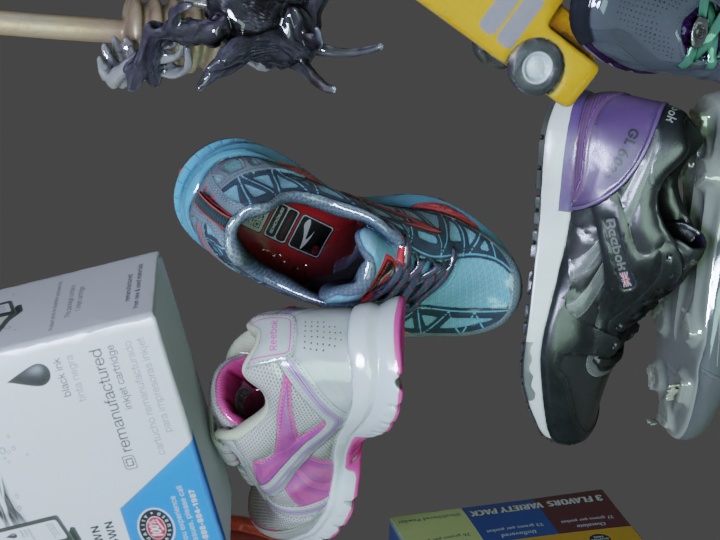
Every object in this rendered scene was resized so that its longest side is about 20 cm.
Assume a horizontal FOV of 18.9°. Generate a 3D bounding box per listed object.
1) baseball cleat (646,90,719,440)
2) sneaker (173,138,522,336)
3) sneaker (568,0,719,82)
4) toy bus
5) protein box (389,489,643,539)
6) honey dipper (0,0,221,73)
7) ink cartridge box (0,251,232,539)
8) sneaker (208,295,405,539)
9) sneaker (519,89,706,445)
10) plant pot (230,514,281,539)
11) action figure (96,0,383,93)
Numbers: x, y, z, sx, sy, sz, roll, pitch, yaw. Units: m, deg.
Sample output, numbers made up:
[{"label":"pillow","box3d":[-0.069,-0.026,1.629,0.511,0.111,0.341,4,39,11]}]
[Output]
[{"label":"baseball cleat","box3d":[0.218,0.000,1.202,0.106,0.070,0.202,-1,112,-16]},{"label":"sneaker","box3d":[0.000,0.000,1.122,0.199,0.096,0.080,16,105,-21]},{"label":"sneaker","box3d":[0.197,-0.125,1.103,0.199,0.087,0.075,2,109,-42]},{"label":"toy bus","box3d":[0.043,-0.166,1.089,0.199,0.065,0.079,33,97,-24]},{"label":"protein box","box3d":[0.104,0.261,1.198,0.134,0.199,0.202,-6,112,-14]},{"label":"honey dipper","box3d":[-0.168,-0.119,1.062,0.198,0.038,0.038,1,110,-14]},{"label":"ink cartridge box","box3d":[-0.177,0.092,1.090,0.198,0.084,0.147,-14,114,3]},{"label":"sneaker","box3d":[-0.038,0.073,1.121,0.087,0.082,0.201,9,142,-9]},{"label":"sneaker","box3d":[0.138,0.006,1.158,0.087,0.076,0.202,9,113,19]},{"label":"plant pot","box3d":[-0.073,0.263,1.149,0.199,0.195,0.202,-6,113,-15]},{"label":"action figure","box3d":[-0.080,-0.147,1.019,0.200,0.102,0.119,44,67,5]}]
